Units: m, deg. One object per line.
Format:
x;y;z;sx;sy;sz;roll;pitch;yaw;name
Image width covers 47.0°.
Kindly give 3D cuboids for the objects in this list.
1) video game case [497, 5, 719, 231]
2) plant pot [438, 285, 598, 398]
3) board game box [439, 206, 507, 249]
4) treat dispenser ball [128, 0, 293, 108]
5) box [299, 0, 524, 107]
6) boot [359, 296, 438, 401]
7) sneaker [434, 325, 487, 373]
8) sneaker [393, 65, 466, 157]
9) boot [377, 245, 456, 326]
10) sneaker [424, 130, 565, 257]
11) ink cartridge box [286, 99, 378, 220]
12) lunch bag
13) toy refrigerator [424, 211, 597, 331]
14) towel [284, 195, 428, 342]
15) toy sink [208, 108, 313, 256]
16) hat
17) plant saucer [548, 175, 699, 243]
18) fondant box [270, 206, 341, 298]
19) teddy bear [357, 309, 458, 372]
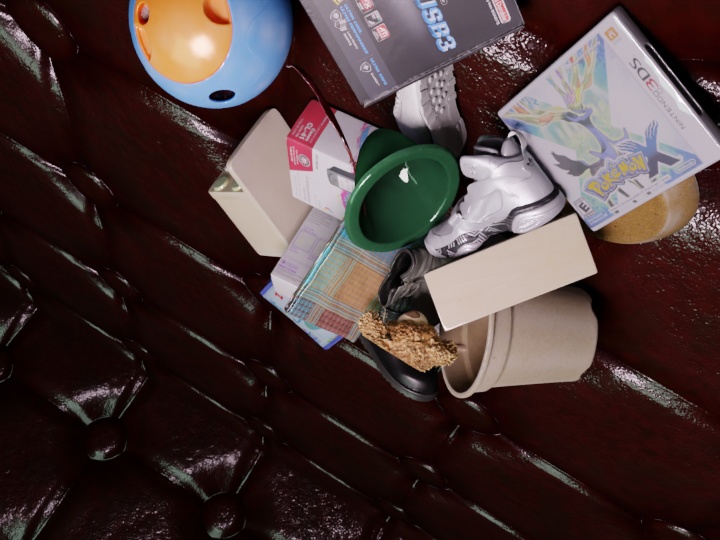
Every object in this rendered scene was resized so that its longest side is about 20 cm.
0.265;-0.153;0.895;0.183;0.022;0.200;49;147;-2;video game case
0.228;0.083;1.177;0.179;0.205;0.201;5;156;-13;plant pot
0.159;-0.011;1.283;0.124;0.035;0.201;30;152;6;board game box
-0.180;-0.302;1.003;0.198;0.203;0.202;25;152;14;treat dispenser ball
0.042;-0.293;0.837;0.195;0.050;0.201;-21;129;18;box
0.073;0.088;1.322;0.212;0.079;0.159;48;131;23;boot
0.157;0.127;1.356;0.074;0.118;0.200;22;-179;-22;sneaker
0.073;-0.209;1.024;0.079;0.077;0.202;25;152;31;sneaker
0.073;0.023;1.162;0.068;0.129;0.202;52;144;27;boot
0.143;-0.093;1.008;0.197;0.075;0.116;-19;108;41;sneaker
-0.003;-0.138;1.203;0.197;0.086;0.149;27;152;15;ink cartridge box
-0.057;0.019;1.466;0.169;0.129;0.200;38;143;-9;lunch bag
0.185;0.000;1.026;0.077;0.196;0.070;67;-167;0;toy refrigerator
0.000;0.000;1.144;0.145;0.202;0.022;25;-164;-38;towel
-0.153;-0.138;1.318;0.110;0.132;0.201;5;143;43;toy sink
0.018;-0.154;1.062;0.202;0.162;0.178;89;155;-52;hat
0.301;-0.094;0.994;0.197;0.036;0.202;27;152;15;plant saucer
-0.027;-0.031;1.274;0.142;0.202;0.059;24;156;15;fondant box
0.070;0.094;1.151;0.143;0.068;0.200;27;175;23;teddy bear
